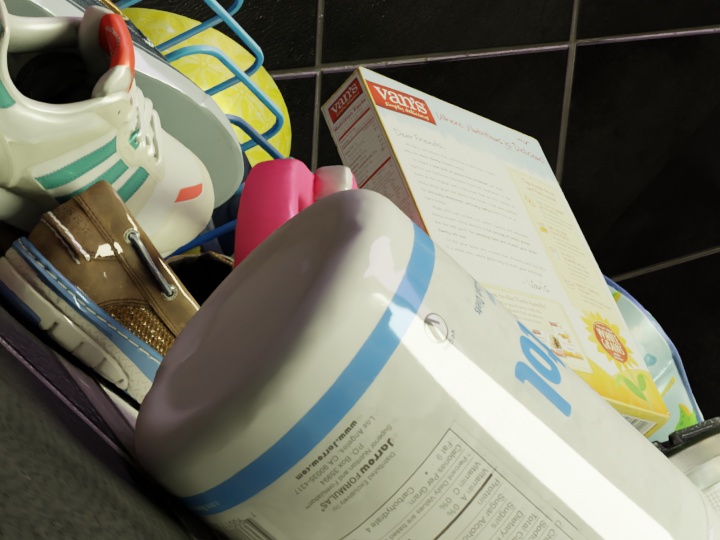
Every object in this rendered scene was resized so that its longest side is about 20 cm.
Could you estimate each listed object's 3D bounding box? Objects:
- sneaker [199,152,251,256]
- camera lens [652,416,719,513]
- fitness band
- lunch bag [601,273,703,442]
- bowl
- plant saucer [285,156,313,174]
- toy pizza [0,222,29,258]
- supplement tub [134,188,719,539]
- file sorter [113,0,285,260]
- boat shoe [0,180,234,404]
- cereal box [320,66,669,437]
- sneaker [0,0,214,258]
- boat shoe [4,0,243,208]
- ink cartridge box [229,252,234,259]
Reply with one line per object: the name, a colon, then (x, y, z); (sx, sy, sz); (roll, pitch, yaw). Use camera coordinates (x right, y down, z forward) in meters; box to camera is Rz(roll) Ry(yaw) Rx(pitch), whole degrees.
sneaker: (-0.040, -0.006, 1.133); (0.070, 0.108, 0.201); (-54, 133, -64)
camera lens: (0.192, 0.187, 0.905); (0.200, 0.160, 0.160); (61, 4, 16)
fitness band: (-0.014, 0.040, 0.786); (0.200, 0.037, 0.144); (70, 18, -48)
lunch bag: (0.129, 0.076, 1.056); (0.161, 0.082, 0.200); (38, -18, 46)
bowl: (-0.151, -0.067, 1.200); (0.200, 0.200, 0.108); (43, 36, -29)
plant saucer: (0.000, 0.000, 1.062); (0.070, 0.019, 0.200); (37, 16, -41)
toy pizza: (-0.182, -0.078, 0.826); (0.200, 0.032, 0.200); (52, 12, -16)
supplement tub: (0.029, 0.079, 0.646); (0.200, 0.132, 0.132); (42, -1, -17)
file sorter: (-0.116, -0.084, 1.028); (0.139, 0.122, 0.200); (40, 28, -63)
boat shoe: (-0.072, 0.031, 0.781); (0.072, 0.072, 0.200); (42, 0, 41)
cereal box: (0.068, -0.006, 0.902); (0.144, 0.040, 0.200); (18, 38, -40)
sneaker: (-0.114, -0.061, 0.755); (0.200, 0.093, 0.070); (20, 43, -51)
boat shoe: (-0.132, -0.107, 0.845); (0.200, 0.071, 0.091); (39, 23, -44)
ink cartridge box: (-0.019, 0.080, 0.993); (0.147, 0.083, 0.200); (42, -2, 16)
